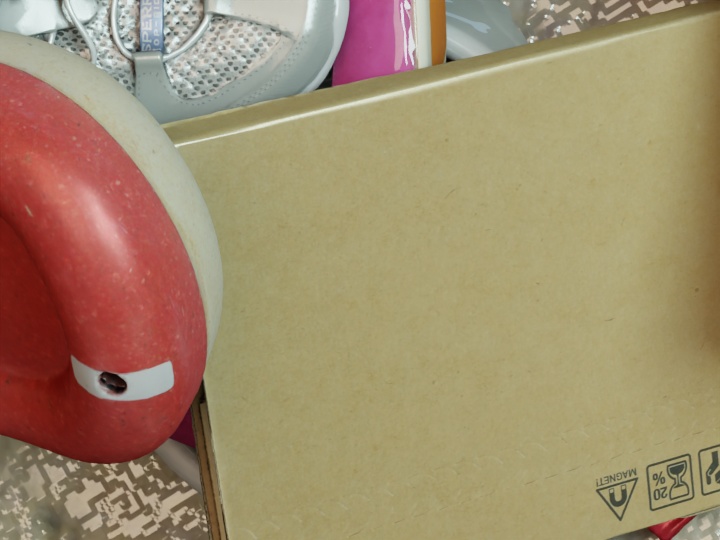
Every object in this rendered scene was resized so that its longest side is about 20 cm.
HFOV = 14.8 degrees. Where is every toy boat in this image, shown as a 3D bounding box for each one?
[{"bbox_3d":[-0.141,0.009,0.751,0.199,0.131,0.131,8,45,14],"label":"toy boat"}]

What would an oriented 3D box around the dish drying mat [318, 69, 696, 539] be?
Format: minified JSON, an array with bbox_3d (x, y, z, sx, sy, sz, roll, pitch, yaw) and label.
[{"bbox_3d":[0.066,-0.008,0.942,0.077,0.018,0.200,-42,78,11],"label":"dish drying mat"}]

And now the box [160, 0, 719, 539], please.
[{"bbox_3d":[0.043,0.013,0.841,0.200,0.021,0.164,-14,111,-18],"label":"box"}]

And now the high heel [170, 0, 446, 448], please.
[{"bbox_3d":[-0.023,-0.040,0.865,0.096,0.067,0.201,3,104,8],"label":"high heel"}]

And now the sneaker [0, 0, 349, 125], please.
[{"bbox_3d":[-0.103,-0.069,0.812,0.199,0.082,0.075,-6,77,2],"label":"sneaker"}]

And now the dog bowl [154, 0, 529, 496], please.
[{"bbox_3d":[0.000,0.000,0.922,0.200,0.059,0.201,0,89,18],"label":"dog bowl"}]
